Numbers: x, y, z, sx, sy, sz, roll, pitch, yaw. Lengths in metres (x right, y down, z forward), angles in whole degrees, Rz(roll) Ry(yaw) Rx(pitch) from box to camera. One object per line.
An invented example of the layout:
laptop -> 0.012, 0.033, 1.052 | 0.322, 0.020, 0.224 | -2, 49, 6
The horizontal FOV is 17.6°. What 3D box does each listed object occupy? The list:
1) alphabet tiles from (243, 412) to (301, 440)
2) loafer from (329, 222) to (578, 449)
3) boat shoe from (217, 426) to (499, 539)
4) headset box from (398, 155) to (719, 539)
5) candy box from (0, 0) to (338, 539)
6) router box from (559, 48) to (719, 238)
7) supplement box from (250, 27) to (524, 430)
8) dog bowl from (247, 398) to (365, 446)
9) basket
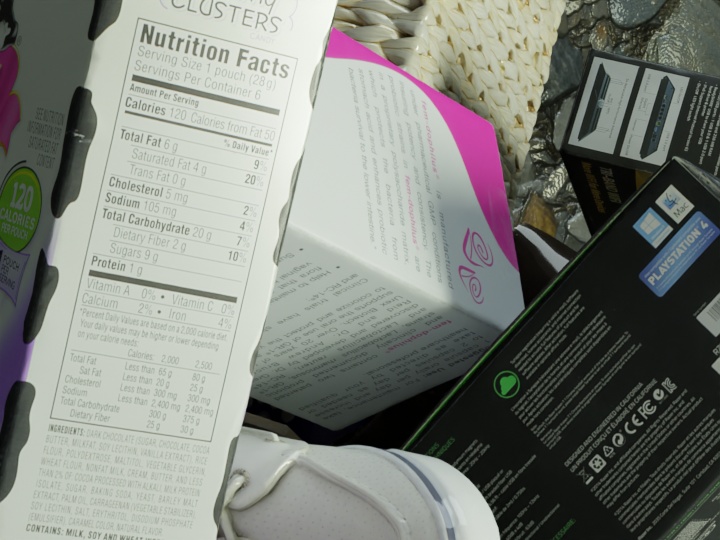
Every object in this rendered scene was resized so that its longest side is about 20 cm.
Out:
alphabet tiles -> -0.089, 0.061, 1.030 | 0.167, 0.008, 0.200 | 16, -18, 29
loafer -> 0.045, 0.039, 1.027 | 0.073, 0.071, 0.200 | -24, -12, -44
boat shoe -> -0.036, 0.084, 0.776 | 0.070, 0.071, 0.200 | 10, 1, -36
headset box -> 0.116, 0.057, 0.891 | 0.093, 0.174, 0.200 | 45, 12, 17
candy box -> -0.095, 0.001, 0.666 | 0.071, 0.201, 0.168 | 11, 3, -31
router box -> 0.183, -0.029, 1.066 | 0.157, 0.052, 0.200 | 14, -12, 16
supplement box -> -0.038, -0.027, 0.840 | 0.103, 0.102, 0.200 | -27, -34, 31
dog bowl -> 0.021, 0.083, 1.213 | 0.199, 0.079, 0.200 | 15, 1, 0
basket -> -0.017, -0.122, 1.138 | 0.198, 0.161, 0.200 | 13, -17, 22
